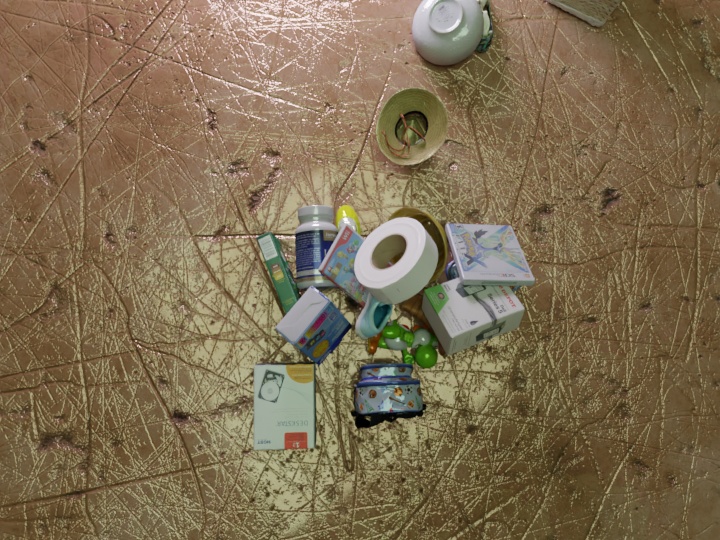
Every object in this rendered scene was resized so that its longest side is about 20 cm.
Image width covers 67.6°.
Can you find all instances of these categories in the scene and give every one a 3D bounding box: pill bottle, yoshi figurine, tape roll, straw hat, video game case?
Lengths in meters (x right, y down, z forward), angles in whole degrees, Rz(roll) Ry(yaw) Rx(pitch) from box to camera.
[{"bbox_3d":[-0.110,-0.056,1.371,0.113,0.116,0.205,-3,84,-4],"label":"pill bottle"},{"bbox_3d":[0.119,0.197,1.372,0.195,0.112,0.115,7,99,-6],"label":"yoshi figurine"},{"bbox_3d":[0.083,-0.025,1.279,0.203,0.202,0.071,-50,130,-7],"label":"tape roll"},{"bbox_3d":[0.136,-0.376,1.440,0.196,0.085,0.206,0,91,7],"label":"straw hat"},{"bbox_3d":[0.314,-0.042,1.326,0.178,0.022,0.202,1,45,-9],"label":"video game case"},{"bbox_3d":[0.000,0.000,1.358,0.199,0.017,0.145,40,65,-24],"label":"video game case"}]

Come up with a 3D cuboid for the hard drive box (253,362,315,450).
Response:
[{"bbox_3d":[-0.187,0.335,1.343,0.152,0.077,0.205,-1,84,-4],"label":"hard drive box"}]

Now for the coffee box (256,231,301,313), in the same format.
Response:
[{"bbox_3d":[-0.199,0.010,1.352,0.043,0.123,0.203,-22,86,-1],"label":"coffee box"}]

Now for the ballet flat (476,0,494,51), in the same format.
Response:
[{"bbox_3d":[0.339,-0.718,1.500,0.073,0.074,0.205,-8,84,-5],"label":"ballet flat"}]

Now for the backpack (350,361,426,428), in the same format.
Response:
[{"bbox_3d":[0.070,0.299,1.308,0.195,0.191,0.158,-8,84,-4],"label":"backpack"}]

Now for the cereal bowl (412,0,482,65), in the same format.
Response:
[{"bbox_3d":[0.232,-0.667,1.451,0.196,0.083,0.205,0,89,15],"label":"cereal bowl"}]

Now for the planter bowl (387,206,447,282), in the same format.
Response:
[{"bbox_3d":[0.161,-0.074,1.387,0.083,0.199,0.203,-24,84,-42],"label":"planter bowl"}]

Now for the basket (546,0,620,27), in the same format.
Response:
[{"bbox_3d":[0.653,-0.835,1.490,0.197,0.161,0.201,24,82,-3],"label":"basket"}]

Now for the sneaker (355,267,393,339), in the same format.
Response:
[{"bbox_3d":[0.060,0.077,1.326,0.074,0.081,0.203,36,61,-28],"label":"sneaker"}]

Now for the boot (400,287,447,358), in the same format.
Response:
[{"bbox_3d":[0.175,0.119,1.353,0.153,0.077,0.202,25,45,-2],"label":"boot"}]

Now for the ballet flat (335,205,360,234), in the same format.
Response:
[{"bbox_3d":[-0.029,-0.075,1.404,0.065,0.067,0.205,-2,84,-4],"label":"ballet flat"}]

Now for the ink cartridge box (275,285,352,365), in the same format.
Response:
[{"bbox_3d":[-0.105,0.144,1.329,0.076,0.200,0.137,37,81,29],"label":"ink cartridge box"}]

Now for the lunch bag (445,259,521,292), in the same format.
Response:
[{"bbox_3d":[0.332,0.004,1.419,0.197,0.076,0.162,-28,84,-6],"label":"lunch bag"}]

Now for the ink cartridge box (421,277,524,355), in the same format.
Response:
[{"bbox_3d":[0.266,0.092,1.284,0.196,0.085,0.147,-19,54,-13],"label":"ink cartridge box"}]
